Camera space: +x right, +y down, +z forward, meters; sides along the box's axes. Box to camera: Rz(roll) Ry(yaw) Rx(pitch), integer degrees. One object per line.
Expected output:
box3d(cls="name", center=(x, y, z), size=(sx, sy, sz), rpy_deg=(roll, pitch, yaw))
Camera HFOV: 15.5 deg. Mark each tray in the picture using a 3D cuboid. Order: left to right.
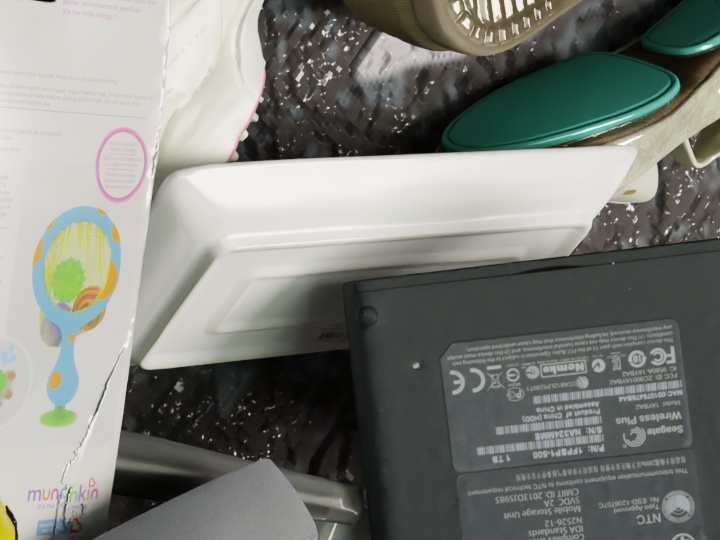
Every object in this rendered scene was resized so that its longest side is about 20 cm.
box3d(cls="tray", center=(0.000, 0.000, 0.913), size=(0.200, 0.107, 0.022), rpy_deg=(-5, 58, -37))

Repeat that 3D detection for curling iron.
box3d(cls="curling iron", center=(-0.096, 0.068, 0.853), size=(0.200, 0.026, 0.050), rpy_deg=(4, 95, -17))

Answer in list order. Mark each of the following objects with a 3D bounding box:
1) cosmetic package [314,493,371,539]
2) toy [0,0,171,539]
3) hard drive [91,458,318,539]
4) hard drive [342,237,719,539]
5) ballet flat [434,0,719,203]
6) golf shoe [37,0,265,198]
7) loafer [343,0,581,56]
box3d(cls="cosmetic package", center=(0.018, 0.154, 0.965), size=(0.200, 0.081, 0.113), rpy_deg=(30, 80, -36))
box3d(cls="toy", center=(-0.121, 0.005, 0.798), size=(0.115, 0.047, 0.200), rpy_deg=(2, 94, -50))
box3d(cls="hard drive", center=(-0.083, 0.157, 0.807), size=(0.200, 0.042, 0.135), rpy_deg=(-29, 121, -29))
box3d(cls="hard drive", center=(0.074, 0.095, 0.870), size=(0.139, 0.033, 0.200), rpy_deg=(-7, 90, 8))
box3d(cls="ballet flat", center=(0.113, -0.058, 1.005), size=(0.200, 0.067, 0.062), rpy_deg=(-30, 123, -29))
box3d(cls="golf shoe", center=(-0.059, -0.116, 0.856), size=(0.091, 0.075, 0.200), rpy_deg=(25, 83, -34))
box3d(cls="loafer", center=(0.063, -0.129, 0.953), size=(0.200, 0.068, 0.076), rpy_deg=(-26, 116, -49))
